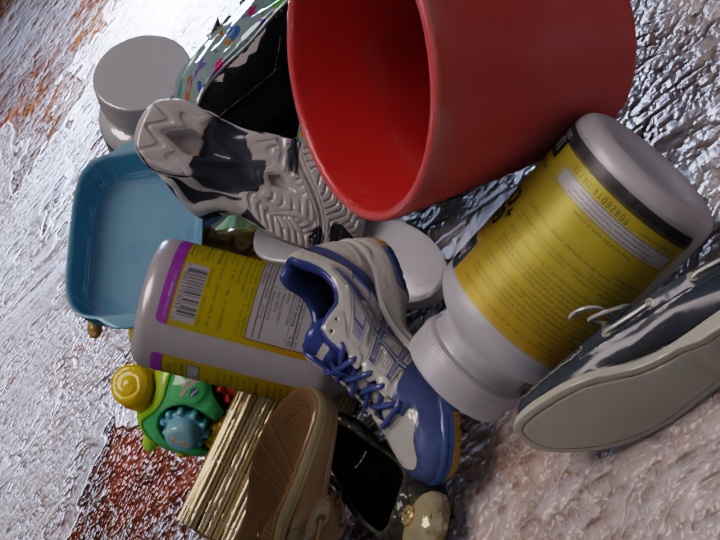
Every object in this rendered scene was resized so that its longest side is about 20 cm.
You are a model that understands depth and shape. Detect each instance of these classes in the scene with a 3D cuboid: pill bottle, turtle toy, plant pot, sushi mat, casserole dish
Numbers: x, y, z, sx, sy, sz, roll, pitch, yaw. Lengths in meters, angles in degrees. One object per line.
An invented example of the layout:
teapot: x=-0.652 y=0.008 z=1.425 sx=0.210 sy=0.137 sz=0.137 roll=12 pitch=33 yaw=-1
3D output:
pill bottle: x=0.125 y=0.003 z=0.903 sx=0.200 sy=0.112 sz=0.112 roll=-49 pitch=32 yaw=20
turtle toy: x=-0.110 y=0.092 z=1.192 sx=0.200 sy=0.146 sz=0.101 roll=-43 pitch=67 yaw=3
pill bottle: x=-0.194 y=-0.131 z=1.368 sx=0.114 sy=0.200 sz=0.114 roll=-3 pitch=56 yaw=5
plant pot: x=0.071 y=-0.144 z=0.918 sx=0.200 sy=0.177 sz=0.201 roll=32 pitch=128 yaw=53
pill bottle: x=-0.070 y=0.047 z=1.075 sx=0.104 sy=0.200 sz=0.104 roll=-165 pitch=90 yaw=-89
sushi mat: x=-0.067 y=0.136 z=1.123 sx=0.012 sy=0.096 sz=0.200 roll=96 pitch=-162 yaw=-82
casserole dish: x=-0.193 y=-0.027 z=1.212 sx=0.121 sy=0.039 sz=0.200 roll=-6 pitch=57 yaw=6

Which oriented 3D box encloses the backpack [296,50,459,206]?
backpack: x=0.037 y=-0.124 z=1.100 sx=0.127 sy=0.167 sz=0.200 roll=-37 pitch=5 yaw=-23

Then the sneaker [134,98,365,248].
sneaker: x=-0.092 y=-0.072 z=1.151 sx=0.130 sy=0.199 sz=0.080 roll=166 pitch=124 yaw=-84

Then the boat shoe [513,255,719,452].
boat shoe: x=0.174 y=0.046 z=0.828 sx=0.200 sy=0.075 sz=0.062 roll=-38 pitch=38 yaw=34

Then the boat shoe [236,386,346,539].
boat shoe: x=-0.046 y=0.176 z=1.021 sx=0.071 sy=0.064 sz=0.200 roll=52 pitch=130 yaw=56

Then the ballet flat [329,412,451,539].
ballet flat: x=0.006 y=0.157 z=1.014 sx=0.066 sy=0.057 sz=0.200 roll=-62 pitch=29 yaw=0

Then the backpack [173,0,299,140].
backpack: x=-0.069 y=-0.163 z=1.261 sx=0.200 sy=0.178 sz=0.151 roll=-49 pitch=32 yaw=-3

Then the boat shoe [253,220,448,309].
boat shoe: x=0.000 y=0.000 z=1.153 sx=0.200 sy=0.068 sz=0.072 roll=11 pitch=66 yaw=37

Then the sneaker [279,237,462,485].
sneaker: x=0.002 y=0.067 z=0.977 sx=0.075 sy=0.088 sz=0.200 roll=-59 pitch=46 yaw=43

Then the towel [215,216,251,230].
towel: x=-0.088 y=-0.106 z=1.426 sx=0.149 sy=0.031 sz=0.200 roll=2 pitch=69 yaw=61

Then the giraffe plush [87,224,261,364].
giraffe plush: x=-0.145 y=0.009 z=1.290 sx=0.162 sy=0.200 sz=0.173 roll=-10 pitch=62 yaw=26
